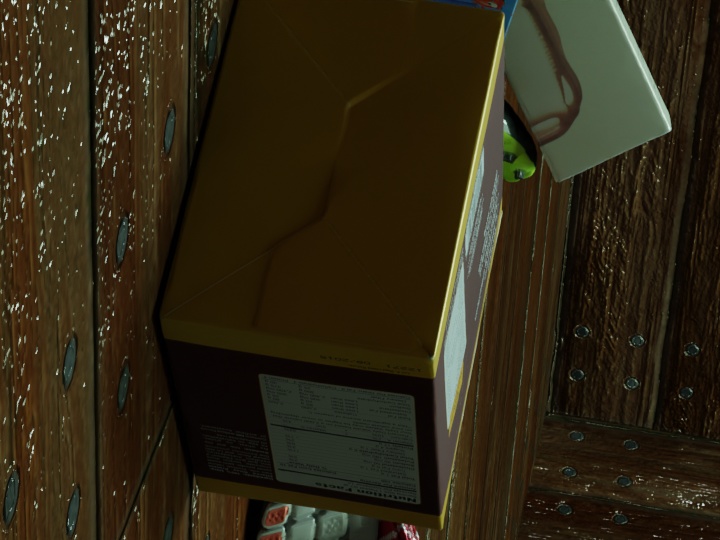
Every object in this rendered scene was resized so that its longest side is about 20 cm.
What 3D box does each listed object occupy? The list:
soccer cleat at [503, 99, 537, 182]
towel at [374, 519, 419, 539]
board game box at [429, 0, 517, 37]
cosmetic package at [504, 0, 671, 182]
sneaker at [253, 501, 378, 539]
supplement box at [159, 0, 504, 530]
[{"bbox_3d":[0.064,-0.126,1.923,0.200,0.067,0.081,43,54,-47],"label":"soccer cleat"},{"bbox_3d":[0.013,0.186,1.809,0.145,0.022,0.201,136,-61,-65],"label":"towel"},{"bbox_3d":[0.068,-0.221,1.549,0.196,0.056,0.200,108,-6,-47],"label":"board game box"},{"bbox_3d":[0.124,-0.172,1.940,0.201,0.087,0.103,64,7,-10],"label":"cosmetic package"},{"bbox_3d":[-0.040,0.178,1.802,0.082,0.077,0.201,-120,-149,-57],"label":"sneaker"},{"bbox_3d":[-0.007,-0.006,1.486,0.200,0.132,0.198,85,15,-61],"label":"supplement box"}]
